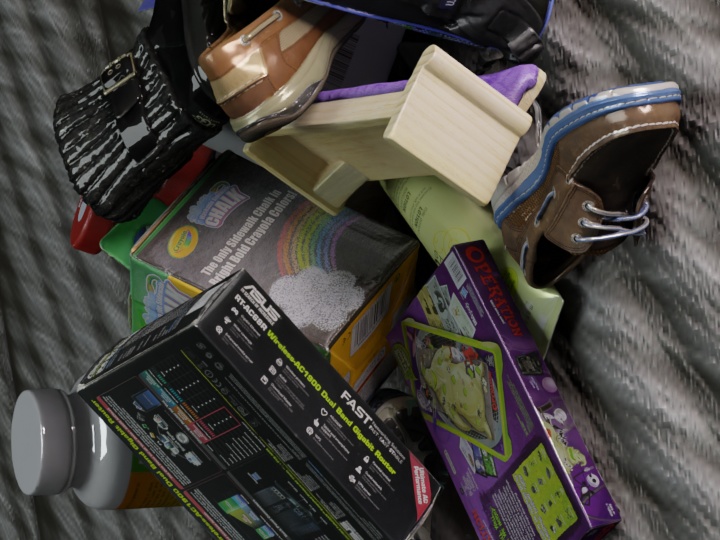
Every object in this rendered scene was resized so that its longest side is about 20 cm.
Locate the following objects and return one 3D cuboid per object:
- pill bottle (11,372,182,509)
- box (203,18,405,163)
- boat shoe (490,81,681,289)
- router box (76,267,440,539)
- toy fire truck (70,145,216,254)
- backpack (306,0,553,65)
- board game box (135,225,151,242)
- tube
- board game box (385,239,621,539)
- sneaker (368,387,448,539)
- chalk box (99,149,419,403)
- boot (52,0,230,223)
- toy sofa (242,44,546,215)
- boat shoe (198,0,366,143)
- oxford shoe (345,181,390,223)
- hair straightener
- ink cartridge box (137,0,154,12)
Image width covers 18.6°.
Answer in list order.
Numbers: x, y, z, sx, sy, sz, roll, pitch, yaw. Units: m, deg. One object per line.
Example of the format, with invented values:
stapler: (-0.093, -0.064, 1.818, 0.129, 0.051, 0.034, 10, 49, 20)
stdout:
pill bottle: (-0.169, 0.133, 1.744, 0.111, 0.200, 0.111, 180, 90, -64)
box: (-0.059, -0.148, 1.581, 0.200, 0.097, 0.124, 1, 70, 68)
boat shoe: (0.138, -0.046, 1.267, 0.200, 0.072, 0.072, 127, 132, -66)
router box: (-0.066, 0.109, 1.416, 0.200, 0.062, 0.150, 49, 139, -11)
toy fire truck: (-0.163, -0.098, 1.859, 0.200, 0.112, 0.168, 128, 154, -51)
backpack: (0.028, -0.242, 1.334, 0.147, 0.200, 0.183, -93, 15, -58)
board game box: (-0.088, 0.047, 1.652, 0.035, 0.135, 0.200, 124, 139, -49)
tube: (0.074, -0.013, 1.417, 0.058, 0.052, 0.200, 51, -176, -48)
board game box: (0.085, 0.095, 1.370, 0.120, 0.032, 0.200, -51, 56, 48)
sneaker: (0.014, 0.176, 1.528, 0.086, 0.078, 0.200, -133, 56, -67)
chalk box: (-0.079, 0.016, 1.487, 0.200, 0.124, 0.124, 26, 140, 19)
boot: (-0.135, -0.149, 1.485, 0.158, 0.079, 0.211, -38, 38, 33)
toy sofa: (0.019, -0.097, 1.370, 0.200, 0.083, 0.098, 0, 60, 61)
boat shoe: (-0.047, -0.162, 1.387, 0.076, 0.074, 0.200, -29, 22, 31)
oxford shoe: (0.000, 0.000, 1.573, 0.075, 0.070, 0.200, 32, 119, 25)
hair straightener: (0.069, -0.108, 1.425, 0.200, 0.041, 0.077, -123, 41, -57)
ink cartridge box: (-0.097, -0.297, 1.667, 0.200, 0.047, 0.198, -58, 22, -15)
